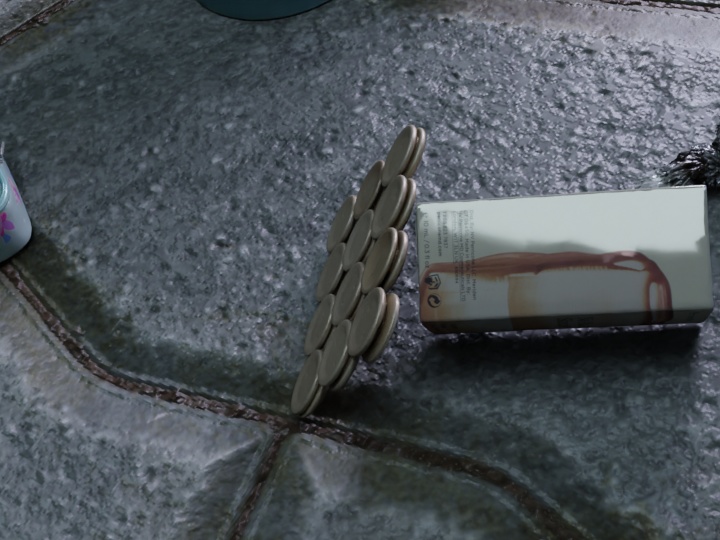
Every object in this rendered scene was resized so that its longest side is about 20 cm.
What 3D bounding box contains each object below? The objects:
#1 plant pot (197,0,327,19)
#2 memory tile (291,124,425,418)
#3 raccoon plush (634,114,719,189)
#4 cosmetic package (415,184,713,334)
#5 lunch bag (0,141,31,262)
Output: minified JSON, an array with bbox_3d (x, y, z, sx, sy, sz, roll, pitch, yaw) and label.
[{"bbox_3d":[-0.096,-0.370,1.215,0.198,0.162,0.202,-7,51,8],"label":"plant pot"},{"bbox_3d":[0.000,0.000,0.920,0.017,0.153,0.202,23,52,-15],"label":"memory tile"},{"bbox_3d":[0.304,-0.118,0.938,0.199,0.135,0.097,-31,53,-13],"label":"raccoon plush"},{"bbox_3d":[0.143,-0.004,0.893,0.197,0.103,0.088,-4,81,12],"label":"cosmetic package"},{"bbox_3d":[-0.386,-0.048,1.076,0.198,0.077,0.161,-27,51,-9],"label":"lunch bag"}]
